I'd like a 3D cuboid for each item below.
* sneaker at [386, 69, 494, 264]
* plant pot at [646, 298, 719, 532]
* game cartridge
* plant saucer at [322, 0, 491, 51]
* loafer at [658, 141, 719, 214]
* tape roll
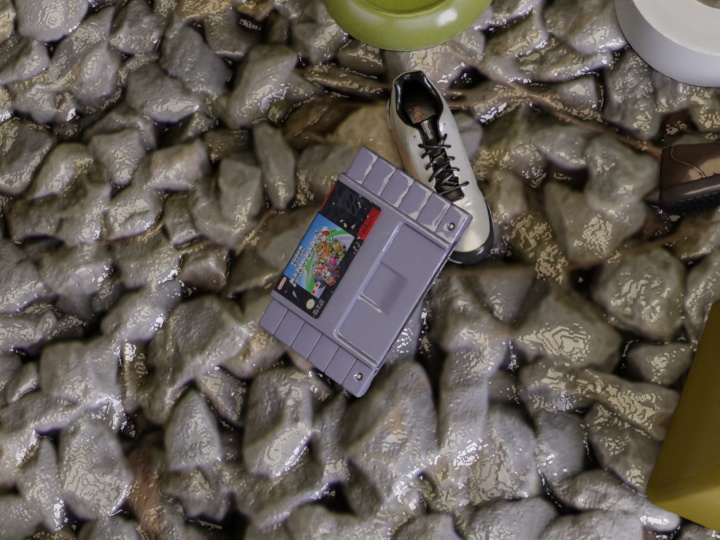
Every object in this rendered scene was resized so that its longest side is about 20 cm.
[{"bbox_3d":[0.070,-0.100,0.922,0.073,0.080,0.201,-23,76,0],"label":"sneaker"},{"bbox_3d":[0.368,0.128,0.770,0.198,0.176,0.201,22,80,13],"label":"plant pot"},{"bbox_3d":[0.000,0.000,0.904,0.129,0.038,0.201,33,99,11],"label":"game cartridge"},{"bbox_3d":[0.049,-0.328,1.005,0.198,0.031,0.202,-2,77,8],"label":"plant saucer"},{"bbox_3d":[0.367,-0.111,0.881,0.198,0.073,0.072,-13,76,5],"label":"loafer"},{"bbox_3d":[0.348,-0.283,0.928,0.200,0.071,0.205,-2,77,8],"label":"tape roll"}]
